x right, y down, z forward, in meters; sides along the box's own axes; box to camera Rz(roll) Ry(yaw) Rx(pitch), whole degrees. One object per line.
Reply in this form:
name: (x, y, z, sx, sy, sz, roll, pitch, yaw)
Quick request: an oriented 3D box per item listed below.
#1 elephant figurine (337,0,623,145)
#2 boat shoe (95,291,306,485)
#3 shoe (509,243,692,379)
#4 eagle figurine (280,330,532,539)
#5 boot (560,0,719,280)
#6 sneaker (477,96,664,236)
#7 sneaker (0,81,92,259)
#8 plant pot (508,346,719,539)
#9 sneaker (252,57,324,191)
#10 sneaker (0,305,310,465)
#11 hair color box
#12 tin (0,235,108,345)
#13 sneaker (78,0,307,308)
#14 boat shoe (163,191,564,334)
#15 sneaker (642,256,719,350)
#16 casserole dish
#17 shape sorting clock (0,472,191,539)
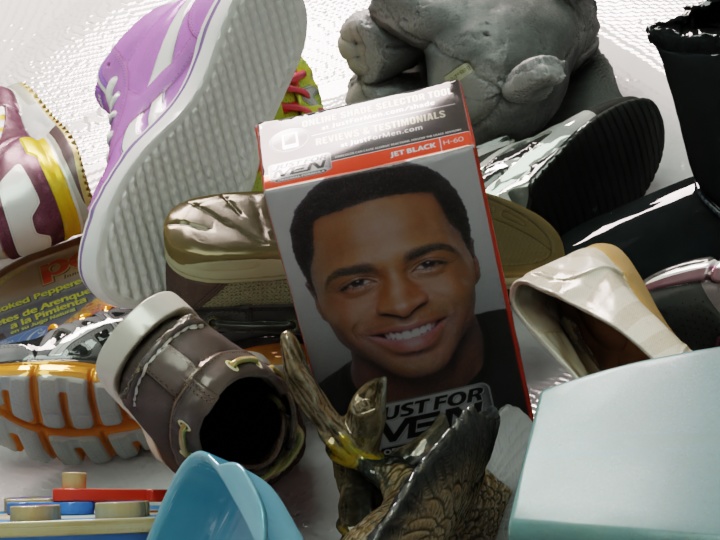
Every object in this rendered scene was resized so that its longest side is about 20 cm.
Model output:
elephant figurine: (0.094, -0.138, 1.540, 0.200, 0.142, 0.155, -25, 63, -41)
boat shoe: (-0.062, 0.070, 1.270, 0.059, 0.200, 0.072, 39, 84, 23)
shoe: (0.137, 0.062, 1.262, 0.053, 0.070, 0.200, -4, 39, -34)
eagle figurine: (0.026, 0.128, 1.181, 0.151, 0.151, 0.200, -59, 23, 3)
boot: (0.173, -0.056, 1.355, 0.197, 0.163, 0.074, -6, 34, 11)
sneaker: (0.074, -0.040, 1.446, 0.200, 0.074, 0.088, -35, 39, -24)
sneaker: (-0.215, -0.055, 1.543, 0.090, 0.075, 0.200, -19, 17, -15)
plant pot: (0.166, 0.118, 1.116, 0.199, 0.142, 0.142, 3, 38, 12)
sneaker: (-0.051, -0.074, 1.462, 0.078, 0.091, 0.200, -12, 33, -11)
sneaker: (-0.114, 0.046, 1.385, 0.199, 0.078, 0.078, -4, 55, -3)
hair color box: (0.020, 0.017, 1.278, 0.101, 0.201, 0.061, -13, 35, 3)
tin: (-0.119, 0.015, 1.473, 0.199, 0.042, 0.112, -20, 40, -8)
sneaker: (-0.108, -0.064, 1.414, 0.114, 0.073, 0.201, -2, 51, 47)
boat shoe: (0.000, 0.001, 1.347, 0.200, 0.066, 0.072, 1, 40, -10)
sneaker: (0.203, 0.059, 1.266, 0.199, 0.076, 0.116, 5, 43, 25)
casserole dish: (-0.064, 0.170, 1.139, 0.039, 0.201, 0.121, 5, 31, -29)
shape sorting clock: (-0.134, 0.114, 1.256, 0.199, 0.039, 0.200, -2, -7, 0)
